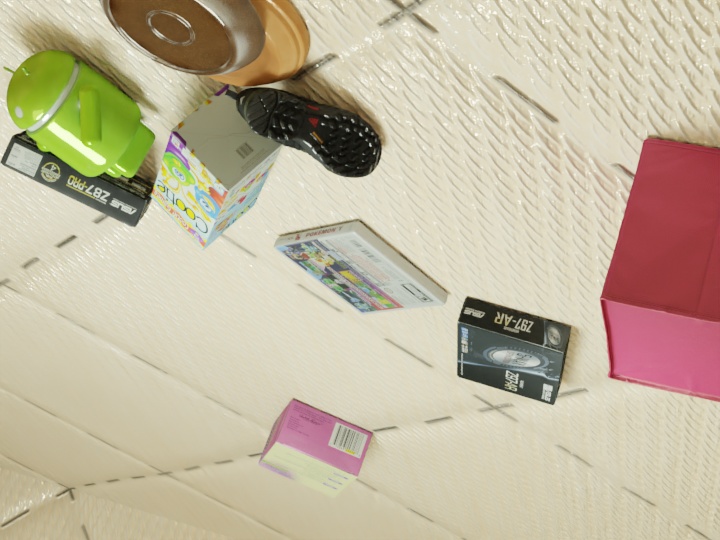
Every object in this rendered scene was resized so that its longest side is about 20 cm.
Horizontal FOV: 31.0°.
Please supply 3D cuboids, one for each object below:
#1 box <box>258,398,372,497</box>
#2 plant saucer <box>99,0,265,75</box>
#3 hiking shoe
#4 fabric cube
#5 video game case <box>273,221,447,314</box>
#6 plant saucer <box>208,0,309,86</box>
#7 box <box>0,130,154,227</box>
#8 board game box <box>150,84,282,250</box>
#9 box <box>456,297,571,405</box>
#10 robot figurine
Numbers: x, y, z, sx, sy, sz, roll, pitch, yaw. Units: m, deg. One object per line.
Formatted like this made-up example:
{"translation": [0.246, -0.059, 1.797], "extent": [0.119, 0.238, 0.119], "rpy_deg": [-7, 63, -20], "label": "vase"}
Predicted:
{"translation": [-0.092, 0.355, 2.576], "extent": [0.175, 0.097, 0.200], "rpy_deg": [23, 154, -5], "label": "box"}
{"translation": [-0.200, -0.271, 1.397], "extent": [0.198, 0.032, 0.201], "rpy_deg": [17, 155, 8], "label": "plant saucer"}
{"translation": [-0.062, -0.174, 1.537], "extent": [0.199, 0.076, 0.101], "rpy_deg": [24, -170, -36], "label": "hiking shoe"}
{"translation": [0.375, 0.008, 1.387], "extent": [0.198, 0.201, 0.197], "rpy_deg": [12, 155, 19], "label": "fabric cube"}
{"translation": [0.000, 0.000, 1.879], "extent": [0.181, 0.023, 0.200], "rpy_deg": [-9, 143, 47], "label": "video game case"}
{"translation": [-0.155, -0.268, 1.444], "extent": [0.198, 0.038, 0.201], "rpy_deg": [17, 155, 8], "label": "plant saucer"}
{"translation": [-0.385, -0.133, 1.799], "extent": [0.199, 0.049, 0.161], "rpy_deg": [25, -170, -9], "label": "box"}
{"translation": [-0.184, -0.127, 1.638], "extent": [0.103, 0.105, 0.200], "rpy_deg": [45, 154, 4], "label": "board game box"}
{"translation": [0.223, 0.122, 1.920], "extent": [0.159, 0.044, 0.200], "rpy_deg": [16, 154, 12], "label": "box"}
{"translation": [-0.361, -0.199, 1.650], "extent": [0.200, 0.116, 0.175], "rpy_deg": [37, 165, -30], "label": "robot figurine"}
